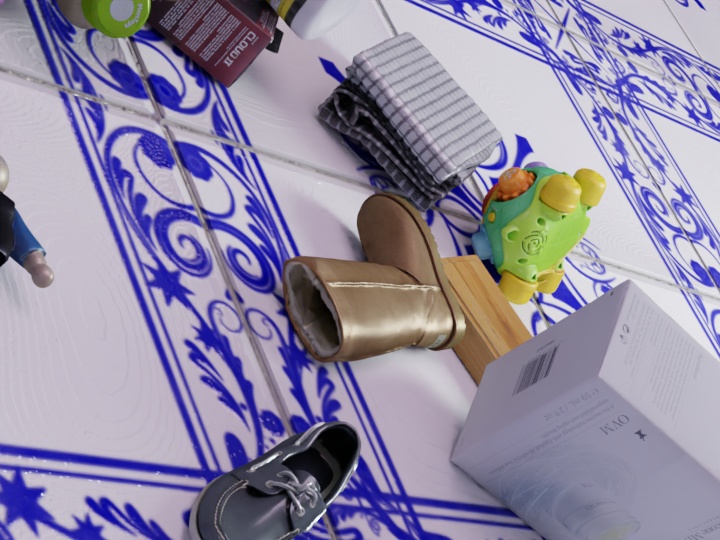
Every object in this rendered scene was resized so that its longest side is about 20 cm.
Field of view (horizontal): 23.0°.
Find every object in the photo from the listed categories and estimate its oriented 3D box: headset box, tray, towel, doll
[{"bbox_3d":[-0.156,-0.279,1.711,0.199,0.075,0.149,39,27,-16],"label":"headset box"},{"bbox_3d":[0.134,0.075,1.709,0.098,0.037,0.201,-5,58,-58],"label":"tray"},{"bbox_3d":[0.054,-0.154,1.849,0.166,0.085,0.200,49,25,0],"label":"towel"},{"bbox_3d":[-0.272,-0.023,1.225,0.135,0.049,0.201,26,26,-19],"label":"doll"}]

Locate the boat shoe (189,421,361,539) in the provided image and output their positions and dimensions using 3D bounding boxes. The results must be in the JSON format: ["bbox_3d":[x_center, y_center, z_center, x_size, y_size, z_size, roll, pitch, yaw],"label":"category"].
[{"bbox_3d":[-0.058,0.158,1.282,0.073,0.062,0.200,50,27,5],"label":"boat shoe"}]

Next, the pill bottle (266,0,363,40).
[{"bbox_3d":[-0.077,-0.328,1.683,0.200,0.112,0.112,49,27,5],"label":"pill bottle"}]

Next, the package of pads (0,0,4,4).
[{"bbox_3d":[-0.332,-0.320,1.454,0.201,0.120,0.076,56,18,17],"label":"package of pads"}]

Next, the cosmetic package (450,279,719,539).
[{"bbox_3d":[0.223,0.148,1.534,0.199,0.199,0.124,39,47,-14],"label":"cosmetic package"}]

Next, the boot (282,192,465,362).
[{"bbox_3d":[0.000,0.000,1.580,0.199,0.066,0.176,2,51,-54],"label":"boot"}]

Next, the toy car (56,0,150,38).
[{"bbox_3d":[-0.169,-0.296,1.526,0.198,0.160,0.164,-11,29,-27],"label":"toy car"}]

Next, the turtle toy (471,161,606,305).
[{"bbox_3d":[0.185,-0.055,1.870,0.101,0.147,0.200,32,21,19],"label":"turtle toy"}]
